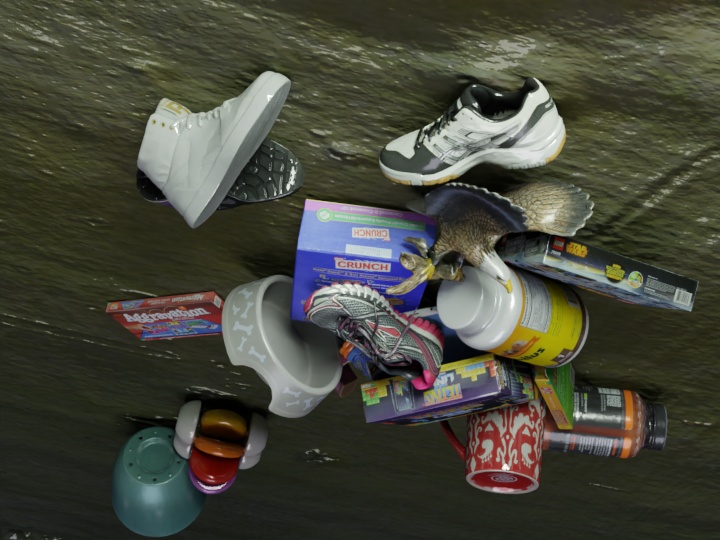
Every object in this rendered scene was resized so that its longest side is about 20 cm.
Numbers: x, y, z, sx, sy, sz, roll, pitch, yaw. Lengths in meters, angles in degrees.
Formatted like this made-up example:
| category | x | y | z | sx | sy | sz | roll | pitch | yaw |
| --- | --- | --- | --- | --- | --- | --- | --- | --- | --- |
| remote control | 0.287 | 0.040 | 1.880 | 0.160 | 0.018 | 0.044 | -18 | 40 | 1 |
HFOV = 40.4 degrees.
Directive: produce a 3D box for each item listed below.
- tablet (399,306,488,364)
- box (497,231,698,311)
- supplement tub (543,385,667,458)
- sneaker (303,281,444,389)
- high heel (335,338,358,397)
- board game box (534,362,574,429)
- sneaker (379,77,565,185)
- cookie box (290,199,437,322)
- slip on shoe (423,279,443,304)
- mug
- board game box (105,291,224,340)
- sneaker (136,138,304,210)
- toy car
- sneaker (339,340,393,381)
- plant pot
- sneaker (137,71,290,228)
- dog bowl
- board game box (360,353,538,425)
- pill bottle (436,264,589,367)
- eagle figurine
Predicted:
| category | x | y | z | sx | sy | sz | roll | pitch | yaw |
| --- | --- | --- | --- | --- | --- | --- | --- | --- | --- |
| tablet | 0.104 | 0.101 | 1.331 | 0.128 | 0.014 | 0.200 | -14 | 148 | 27 |
| box | 0.278 | 0.000 | 1.161 | 0.197 | 0.041 | 0.137 | 17 | 177 | -15 |
| supplement tub | 0.378 | 0.239 | 1.544 | 0.196 | 0.108 | 0.107 | 5 | 151 | 7 |
| sneaker | 0.020 | 0.079 | 1.221 | 0.198 | 0.076 | 0.081 | 24 | 139 | -16 |
| high heel | -0.023 | 0.099 | 1.480 | 0.067 | 0.096 | 0.201 | -23 | 150 | -31 |
| board game box | 0.282 | 0.149 | 1.420 | 0.029 | 0.097 | 0.201 | -2 | 149 | 20 |
| sneaker | 0.104 | -0.147 | 0.990 | 0.197 | 0.076 | 0.088 | -10 | 132 | 23 |
| cookie box | 0.000 | 0.000 | 1.252 | 0.168 | 0.076 | 0.201 | 7 | 152 | -3 |
| slip on shoe | 0.159 | 0.064 | 1.340 | 0.075 | 0.061 | 0.199 | -20 | 140 | 40 |
| mug | 0.206 | 0.225 | 1.468 | 0.132 | 0.203 | 0.177 | 21 | 148 | -24 |
| board game box | -0.287 | 0.073 | 1.520 | 0.197 | 0.020 | 0.103 | -6 | 146 | 25 |
| sneaker | -0.152 | -0.107 | 1.135 | 0.196 | 0.077 | 0.088 | 1 | 169 | 16 |
| toy car | -0.273 | 0.347 | 1.863 | 0.172 | 0.152 | 0.201 | 12 | 151 | -8 |
| sneaker | 0.040 | 0.136 | 1.420 | 0.075 | 0.079 | 0.199 | -46 | 154 | 16 |
| plant pot | -0.411 | 0.412 | 1.982 | 0.197 | 0.203 | 0.162 | 9 | 143 | -2 |
| sneaker | -0.165 | -0.153 | 1.028 | 0.115 | 0.074 | 0.200 | 43 | 117 | 5 |
| dog bowl | -0.100 | 0.097 | 1.342 | 0.058 | 0.202 | 0.199 | -29 | 136 | 29 |
| board game box | 0.124 | 0.167 | 1.340 | 0.197 | 0.058 | 0.165 | -17 | 164 | 25 |
| pill bottle | 0.190 | 0.054 | 1.229 | 0.198 | 0.111 | 0.109 | 17 | 152 | -39 |
| eagle figurine | 0.136 | -0.047 | 1.070 | 0.150 | 0.153 | 0.200 | 34 | 133 | -10 |
